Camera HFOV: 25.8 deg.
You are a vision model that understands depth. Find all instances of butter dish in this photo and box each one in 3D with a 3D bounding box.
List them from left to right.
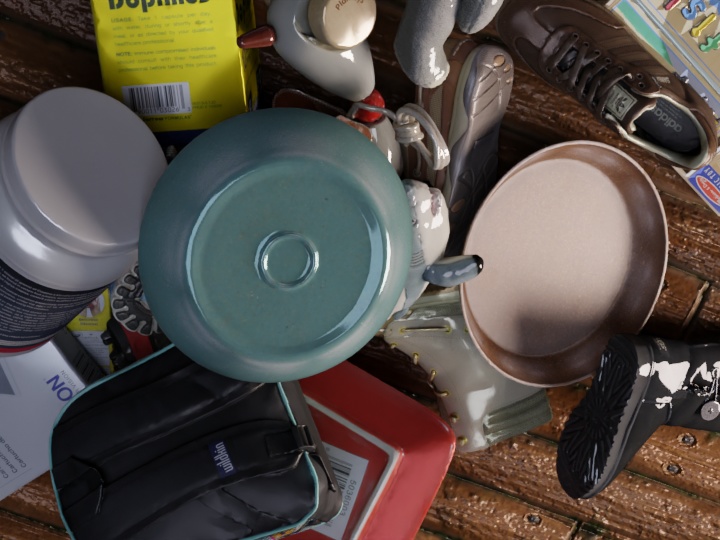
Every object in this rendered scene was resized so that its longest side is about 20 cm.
[{"bbox_3d":[-0.025,0.177,1.326,0.199,0.148,0.201,29,94,20],"label":"butter dish"}]

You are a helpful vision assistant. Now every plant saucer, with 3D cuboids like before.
[{"bbox_3d":[-0.053,-0.011,1.091,0.198,0.036,0.202,-4,107,-15],"label":"plant saucer"},{"bbox_3d":[0.158,-0.007,1.260,0.199,0.034,0.202,-7,106,-25],"label":"plant saucer"}]

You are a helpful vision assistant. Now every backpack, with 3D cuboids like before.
[{"bbox_3d":[-0.129,0.148,1.204,0.199,0.153,0.177,-24,77,0],"label":"backpack"}]

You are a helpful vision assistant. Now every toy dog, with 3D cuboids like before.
[{"bbox_3d":[-0.030,-0.136,1.169,0.096,0.132,0.201,-32,106,-17],"label":"toy dog"}]

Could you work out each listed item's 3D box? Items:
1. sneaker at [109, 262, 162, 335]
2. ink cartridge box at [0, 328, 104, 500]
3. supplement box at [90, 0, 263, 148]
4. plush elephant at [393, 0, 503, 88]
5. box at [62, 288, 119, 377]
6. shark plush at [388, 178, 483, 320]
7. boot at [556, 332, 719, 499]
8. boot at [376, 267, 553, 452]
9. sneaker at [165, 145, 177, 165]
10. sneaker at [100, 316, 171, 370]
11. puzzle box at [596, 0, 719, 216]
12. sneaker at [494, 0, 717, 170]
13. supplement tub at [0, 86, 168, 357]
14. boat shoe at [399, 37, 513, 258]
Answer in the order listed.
[{"bbox_3d":[-0.134,-0.044,1.264,0.200,0.090,0.078,-43,122,-4],"label":"sneaker"},{"bbox_3d":[-0.329,0.095,1.304,0.199,0.041,0.200,-32,108,17],"label":"ink cartridge box"},{"bbox_3d":[-0.139,-0.204,1.179,0.109,0.109,0.202,-4,114,4],"label":"supplement box"},{"bbox_3d":[0.091,-0.264,1.138,0.154,0.165,0.200,-18,157,-28],"label":"plush elephant"},{"bbox_3d":[-0.261,-0.005,1.303,0.116,0.048,0.202,2,115,2],"label":"box"},{"bbox_3d":[0.000,0.000,1.212,0.200,0.083,0.091,-37,65,34],"label":"shark plush"},{"bbox_3d":[0.279,0.124,1.316,0.199,0.066,0.166,2,129,-27],"label":"boot"},{"bbox_3d":[0.057,0.078,1.314,0.198,0.072,0.156,-10,109,1],"label":"boot"},{"bbox_3d":[-0.083,-0.051,1.154,0.199,0.078,0.140,-34,117,27],"label":"sneaker"},{"bbox_3d":[-0.145,0.107,1.331,0.097,0.071,0.201,-26,128,-14],"label":"sneaker"},{"bbox_3d":[0.268,-0.155,1.236,0.133,0.025,0.200,-42,106,18],"label":"puzzle box"},{"bbox_3d":[0.192,-0.146,1.187,0.199,0.076,0.071,30,111,-11],"label":"sneaker"},{"bbox_3d":[-0.239,-0.033,1.154,0.140,0.141,0.200,39,138,-14],"label":"supplement tub"},{"bbox_3d":[0.066,-0.093,1.251,0.071,0.076,0.201,26,118,26],"label":"boat shoe"}]
